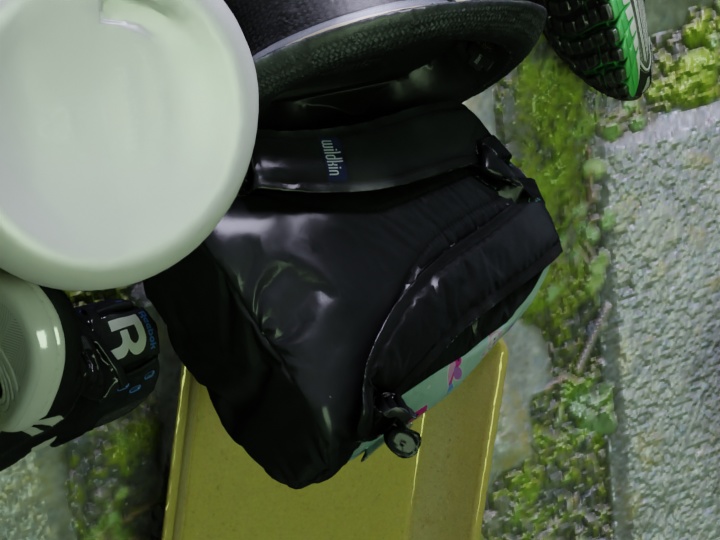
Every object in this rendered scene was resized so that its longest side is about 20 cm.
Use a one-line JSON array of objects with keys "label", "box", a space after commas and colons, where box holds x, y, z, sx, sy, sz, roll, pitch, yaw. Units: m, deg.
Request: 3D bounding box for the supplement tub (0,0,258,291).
[{"label": "supplement tub", "box": [-0.146, -0.076, 0.891, 0.143, 0.199, 0.146, -5, 101, -28]}]

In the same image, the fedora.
[{"label": "fedora", "box": [-0.009, -0.125, 1.008, 0.199, 0.201, 0.092, -15, 79, -24]}]

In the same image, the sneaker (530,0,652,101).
[{"label": "sneaker", "box": [0.138, -0.188, 1.096, 0.085, 0.078, 0.202, -18, 113, -24]}]

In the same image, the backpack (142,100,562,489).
[{"label": "backpack", "box": [0.000, 0.000, 1.018, 0.199, 0.126, 0.168, -31, 91, -39]}]

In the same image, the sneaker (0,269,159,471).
[{"label": "sneaker", "box": [-0.139, 0.033, 0.962, 0.111, 0.200, 0.074, -22, 80, -28]}]

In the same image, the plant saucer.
[{"label": "plant saucer", "box": [-0.026, 0.125, 1.119, 0.198, 0.048, 0.202, 0, 105, -30]}]
